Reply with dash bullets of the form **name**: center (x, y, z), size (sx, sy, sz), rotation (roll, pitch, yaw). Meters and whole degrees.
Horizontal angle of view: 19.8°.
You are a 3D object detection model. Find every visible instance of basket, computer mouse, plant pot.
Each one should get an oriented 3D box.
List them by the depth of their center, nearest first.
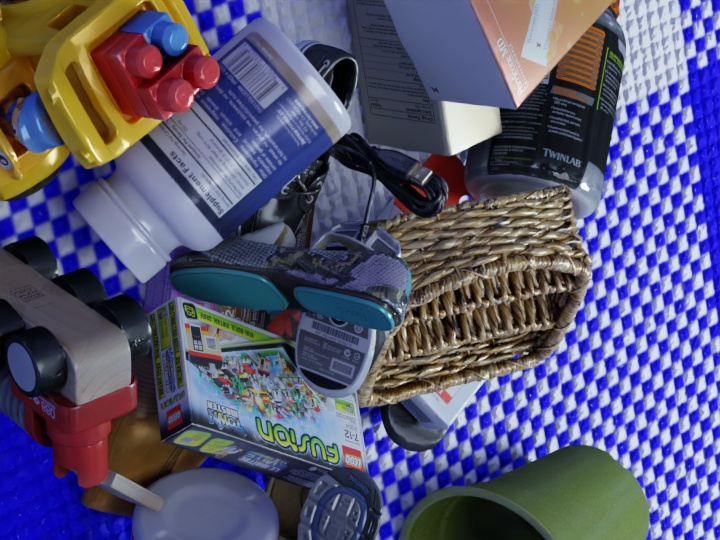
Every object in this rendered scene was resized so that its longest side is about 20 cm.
- **computer mouse**: center (0.000, 0.000, 1.602), size (0.044, 0.109, 0.201), rotation (-5, 113, -62)
- **basket**: center (0.091, 0.020, 1.690), size (0.199, 0.143, 0.150), rotation (-10, 87, -28)
- **computer mouse**: center (0.086, 0.073, 1.840), size (0.140, 0.046, 0.201), rotation (21, 76, -26)
- **plant pot**: center (0.166, 0.250, 1.884), size (0.190, 0.199, 0.201), rotation (-31, 119, -48)

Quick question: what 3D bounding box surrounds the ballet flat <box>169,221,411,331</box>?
- **ballet flat**: center (-0.049, 0.000, 1.573), size (0.072, 0.199, 0.072), rotation (-32, 127, -58)

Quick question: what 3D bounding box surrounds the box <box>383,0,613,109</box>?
- **box**: center (0.122, -0.240, 1.640), size (0.200, 0.097, 0.125), rotation (-49, 129, -27)

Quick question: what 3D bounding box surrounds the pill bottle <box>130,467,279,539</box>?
- **pill bottle**: center (-0.125, 0.263, 1.622), size (0.113, 0.113, 0.201), rotation (-26, 138, -35)

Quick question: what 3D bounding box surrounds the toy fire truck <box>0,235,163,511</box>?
- **toy fire truck**: center (-0.221, 0.094, 1.501), size (0.128, 0.176, 0.201), rotation (-22, 126, -37)

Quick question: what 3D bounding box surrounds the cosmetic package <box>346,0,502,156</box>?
- **cosmetic package**: center (0.049, -0.204, 1.715), size (0.071, 0.105, 0.201), rotation (-25, 117, -37)

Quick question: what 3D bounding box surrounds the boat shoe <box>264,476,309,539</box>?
- **boat shoe**: center (-0.055, 0.202, 1.716), size (0.063, 0.073, 0.201), rotation (-38, 132, -75)

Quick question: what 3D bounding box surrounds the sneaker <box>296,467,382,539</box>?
- **sneaker**: center (-0.034, 0.244, 1.572), size (0.201, 0.074, 0.087), rotation (-63, 175, 1)

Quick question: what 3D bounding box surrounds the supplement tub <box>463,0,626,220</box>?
- **supplement tub**: center (0.164, -0.153, 1.802), size (0.122, 0.122, 0.201), rotation (27, 68, -42)

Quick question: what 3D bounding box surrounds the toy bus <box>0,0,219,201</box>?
- **toy bus**: center (-0.197, -0.131, 1.453), size (0.200, 0.192, 0.136), rotation (-43, 126, -25)

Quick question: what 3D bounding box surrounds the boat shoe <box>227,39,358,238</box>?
- **boat shoe**: center (-0.054, -0.085, 1.626), size (0.068, 0.056, 0.201), rotation (19, 85, -43)

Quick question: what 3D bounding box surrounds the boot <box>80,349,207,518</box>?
- **boot**: center (-0.136, 0.134, 1.660), size (0.201, 0.071, 0.145), rotation (7, 106, -50)

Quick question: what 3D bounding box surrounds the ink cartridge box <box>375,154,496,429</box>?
- **ink cartridge box**: center (0.073, 0.012, 1.785), size (0.162, 0.050, 0.200), rotation (46, 70, -15)

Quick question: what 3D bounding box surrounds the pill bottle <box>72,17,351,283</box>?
- **pill bottle**: center (-0.114, -0.086, 1.544), size (0.200, 0.111, 0.111), rotation (-41, 126, -2)

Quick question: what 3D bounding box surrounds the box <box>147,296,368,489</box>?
- **box**: center (-0.076, 0.101, 1.593), size (0.200, 0.035, 0.111), rotation (23, 47, -44)

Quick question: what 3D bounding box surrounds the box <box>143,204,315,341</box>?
- **box**: center (-0.100, -0.042, 1.660), size (0.136, 0.039, 0.201), rotation (2, 98, -41)
